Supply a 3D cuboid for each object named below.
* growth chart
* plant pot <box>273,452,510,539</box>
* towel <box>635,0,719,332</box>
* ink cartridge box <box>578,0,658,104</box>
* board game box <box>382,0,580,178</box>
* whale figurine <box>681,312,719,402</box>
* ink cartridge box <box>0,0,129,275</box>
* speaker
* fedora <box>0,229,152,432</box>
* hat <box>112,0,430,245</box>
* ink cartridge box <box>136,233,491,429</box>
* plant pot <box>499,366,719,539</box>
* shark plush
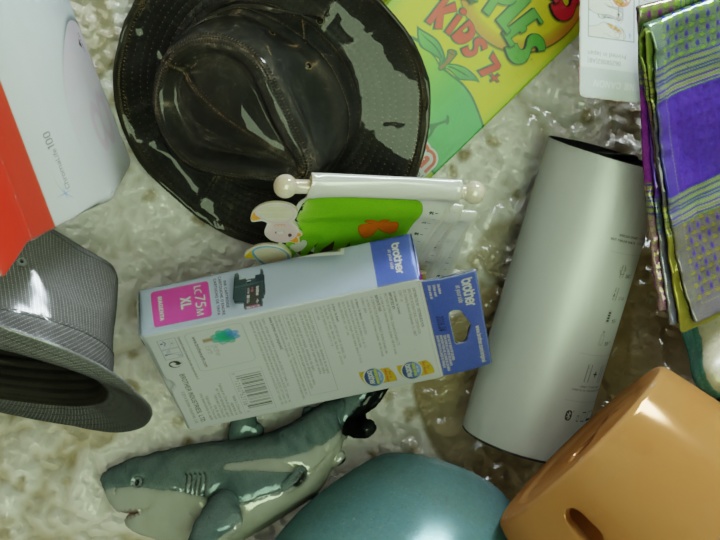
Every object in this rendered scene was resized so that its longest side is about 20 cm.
[{"bbox_3d":[0.000,0.000,1.134,0.144,0.018,0.200,-4,147,-10],"label":"growth chart"},{"bbox_3d":[0.031,0.195,1.174,0.199,0.200,0.135,29,65,-19],"label":"plant pot"},{"bbox_3d":[0.232,-0.074,1.122,0.143,0.023,0.201,-17,112,-23],"label":"towel"},{"bbox_3d":[0.184,-0.197,1.134,0.162,0.057,0.202,3,90,-29],"label":"ink cartridge box"},{"bbox_3d":[0.065,-0.154,1.156,0.200,0.048,0.102,-44,109,-1],"label":"board game box"},{"bbox_3d":[0.266,0.075,1.213,0.199,0.160,0.104,18,141,-38],"label":"whale figurine"},{"bbox_3d":[-0.184,-0.103,1.016,0.057,0.200,0.163,-18,106,1],"label":"ink cartridge box"},{"bbox_3d":[0.131,0.017,1.197,0.081,0.081,0.201,13,100,-17],"label":"speaker"},{"bbox_3d":[-0.210,0.023,1.088,0.199,0.177,0.091,11,71,-4],"label":"fedora"},{"bbox_3d":[-0.059,-0.094,1.085,0.199,0.081,0.202,3,107,10],"label":"hat"},{"bbox_3d":[-0.024,0.036,1.130,0.199,0.042,0.120,-10,147,4],"label":"ink cartridge box"},{"bbox_3d":[0.177,0.154,1.108,0.200,0.200,0.140,-45,87,0],"label":"plant pot"},{"bbox_3d":[-0.062,0.111,1.178,0.199,0.091,0.084,-34,77,5],"label":"shark plush"}]
